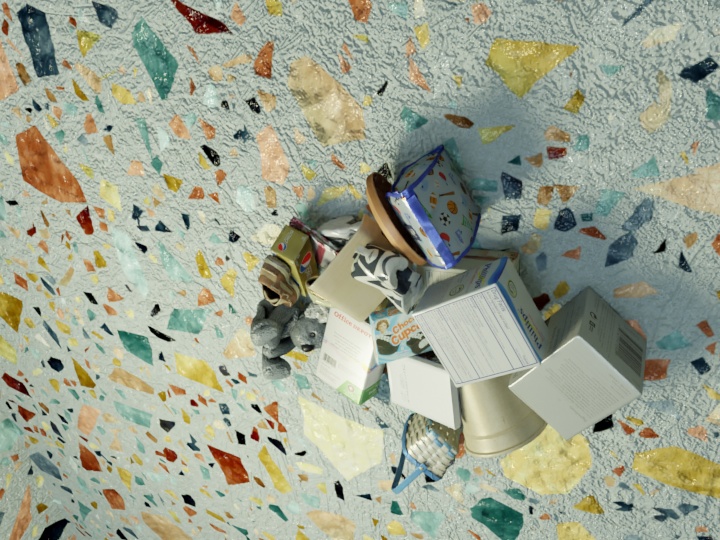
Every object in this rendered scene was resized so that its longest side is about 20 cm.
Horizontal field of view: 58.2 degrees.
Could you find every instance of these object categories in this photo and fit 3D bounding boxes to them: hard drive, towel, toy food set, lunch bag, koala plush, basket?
[{"bbox_3d":[0.136,0.255,1.424,0.197,0.025,0.136,12,116,49],"label":"hard drive"},{"bbox_3d":[-0.082,-0.034,1.450,0.198,0.023,0.144,35,162,2],"label":"towel"},{"bbox_3d":[0.000,0.000,1.344,0.142,0.061,0.201,34,111,-21],"label":"toy food set"},{"bbox_3d":[0.135,-0.111,1.200,0.122,0.201,0.172,-29,106,24],"label":"lunch bag"},{"bbox_3d":[-0.149,0.142,1.578,0.193,0.186,0.181,-6,129,7],"label":"koala plush"},{"bbox_3d":[0.153,0.432,1.565,0.139,0.177,0.200,42,119,-8],"label":"basket"}]

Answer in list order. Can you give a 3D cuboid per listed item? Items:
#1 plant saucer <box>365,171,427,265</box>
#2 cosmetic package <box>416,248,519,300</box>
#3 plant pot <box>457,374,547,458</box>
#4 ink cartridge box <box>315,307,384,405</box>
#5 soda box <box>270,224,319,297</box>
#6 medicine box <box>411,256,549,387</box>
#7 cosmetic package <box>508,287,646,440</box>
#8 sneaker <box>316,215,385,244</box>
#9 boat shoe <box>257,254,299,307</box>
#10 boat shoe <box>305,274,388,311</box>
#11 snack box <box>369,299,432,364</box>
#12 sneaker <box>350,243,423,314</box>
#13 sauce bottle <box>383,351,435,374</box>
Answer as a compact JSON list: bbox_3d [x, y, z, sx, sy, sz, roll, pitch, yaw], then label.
[{"bbox_3d":[0.069,-0.098,1.256,0.032,0.201,0.202,-32,103,17],"label":"plant saucer"},{"bbox_3d":[0.221,0.019,1.320,0.194,0.088,0.106,7,125,23],"label":"cosmetic package"},{"bbox_3d":[0.281,0.264,1.395,0.197,0.200,0.188,-19,99,36],"label":"plant pot"},{"bbox_3d":[-0.013,0.183,1.510,0.143,0.083,0.205,28,117,28],"label":"ink cartridge box"},{"bbox_3d":[-0.144,-0.018,1.450,0.063,0.069,0.201,25,160,13],"label":"soda box"},{"bbox_3d":[0.232,0.103,1.244,0.197,0.103,0.185,-23,108,36],"label":"medicine box"},{"bbox_3d":[0.424,0.183,1.264,0.164,0.165,0.200,41,129,-2],"label":"cosmetic package"},{"bbox_3d":[-0.001,-0.054,1.401,0.195,0.076,0.117,-2,116,27],"label":"sneaker"},{"bbox_3d":[-0.189,0.039,1.440,0.074,0.073,0.201,24,159,19],"label":"boat shoe"},{"bbox_3d":[-0.035,0.053,1.428,0.194,0.076,0.067,6,159,22],"label":"boat shoe"},{"bbox_3d":[0.120,0.125,1.404,0.194,0.037,0.119,-14,120,-9],"label":"snack box"},{"bbox_3d":[0.045,0.008,1.282,0.128,0.081,0.199,30,174,30],"label":"sneaker"},{"bbox_3d":[0.088,0.208,1.529,0.197,0.066,0.067,-28,105,36],"label":"sauce bottle"}]
